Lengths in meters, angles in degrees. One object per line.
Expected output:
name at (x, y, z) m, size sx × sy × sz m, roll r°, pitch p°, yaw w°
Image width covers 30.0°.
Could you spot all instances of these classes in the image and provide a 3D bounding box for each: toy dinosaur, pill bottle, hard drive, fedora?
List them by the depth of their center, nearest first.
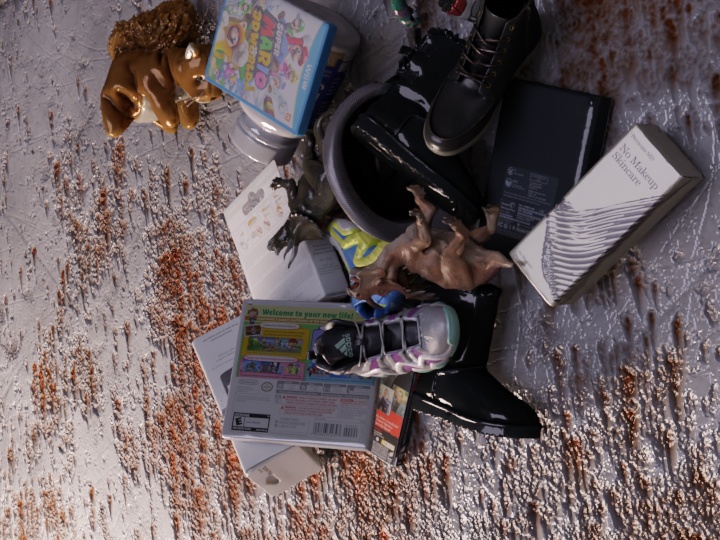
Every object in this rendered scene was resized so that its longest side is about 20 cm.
toy dinosaur at (0.091, -0.009, 1.499) m, size 0.198 × 0.086 × 0.137 m, roll 14°, pitch 117°, yaw 27°
hard drive at (0.204, -0.108, 1.518) m, size 0.139 × 0.033 × 0.202 m, roll 21°, pitch 105°, yaw 45°
fedora at (0.038, -0.123, 1.631) m, size 0.201 × 0.176 × 0.090 m, roll 57°, pitch 166°, yaw 0°
toy dinosaur at (-0.054, -0.110, 1.698) m, size 0.102 × 0.077 × 0.201 m, roll 50°, pitch 119°, yaw 34°
pill bottle at (-0.093, -0.244, 1.773) m, size 0.120 × 0.119 × 0.201 m, roll 49°, pitch 124°, yaw 35°

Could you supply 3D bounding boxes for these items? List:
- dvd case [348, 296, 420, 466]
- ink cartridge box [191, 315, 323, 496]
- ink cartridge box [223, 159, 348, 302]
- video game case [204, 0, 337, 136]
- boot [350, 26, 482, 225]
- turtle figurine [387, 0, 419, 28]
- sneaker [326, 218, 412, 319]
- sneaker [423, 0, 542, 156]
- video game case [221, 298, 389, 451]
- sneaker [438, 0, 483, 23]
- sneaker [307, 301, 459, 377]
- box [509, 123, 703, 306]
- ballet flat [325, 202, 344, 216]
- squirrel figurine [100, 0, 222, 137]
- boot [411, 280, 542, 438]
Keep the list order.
dvd case at (0.022, 0.130, 1.720) m, size 0.145 × 0.022 × 0.202 m, roll 24°, pitch 108°, yaw 44°
ink cartridge box at (-0.134, 0.182, 1.790) m, size 0.083 × 0.145 × 0.201 m, roll -27°, pitch 66°, yaw 2°
ink cartridge box at (-0.102, -0.025, 1.814) m, size 0.162 × 0.057 × 0.202 m, roll -38°, pitch 63°, yaw 49°
video game case at (-0.118, -0.274, 1.700) m, size 0.199 × 0.018 × 0.144 m, roll 34°, pitch 114°, yaw 38°
boot at (0.102, -0.173, 1.567) m, size 0.198 × 0.073 × 0.163 m, roll 39°, pitch 79°, yaw 2°
turtle figurine at (0.045, -0.375, 1.649) m, size 0.199 × 0.100 × 0.152 m, roll -15°, pitch 79°, yaw 40°
sneaker at (0.000, 0.000, 1.673) m, size 0.200 × 0.075 × 0.106 m, roll 21°, pitch 89°, yaw 62°
sneaker at (0.128, -0.228, 1.482) m, size 0.074 × 0.106 × 0.201 m, roll 29°, pitch 77°, yaw 19°
video game case at (-0.069, 0.129, 1.692) m, size 0.198 × 0.022 × 0.184 m, roll 2°, pitch 73°, yaw 20°
sneaker at (0.158, -0.379, 1.549) m, size 0.078 × 0.082 × 0.202 m, roll 24°, pitch 93°, yaw 66°
sneaker at (0.012, 0.085, 1.537) m, size 0.199 × 0.139 × 0.079 m, roll -28°, pitch 65°, yaw 51°
box at (0.256, -0.057, 1.411) m, size 0.082 × 0.068 × 0.200 m, roll 51°, pitch 117°, yaw 20°
ballet flat at (0.002, -0.151, 1.727) m, size 0.046 × 0.067 × 0.201 m, roll 29°, pitch 115°, yaw -2°
squirrel figurine at (-0.280, -0.306, 1.967) m, size 0.186 × 0.141 × 0.202 m, roll -20°, pitch 78°, yaw 38°
boot at (0.136, 0.098, 1.558) m, size 0.197 × 0.073 × 0.164 m, roll 13°, pitch 96°, yaw 47°
